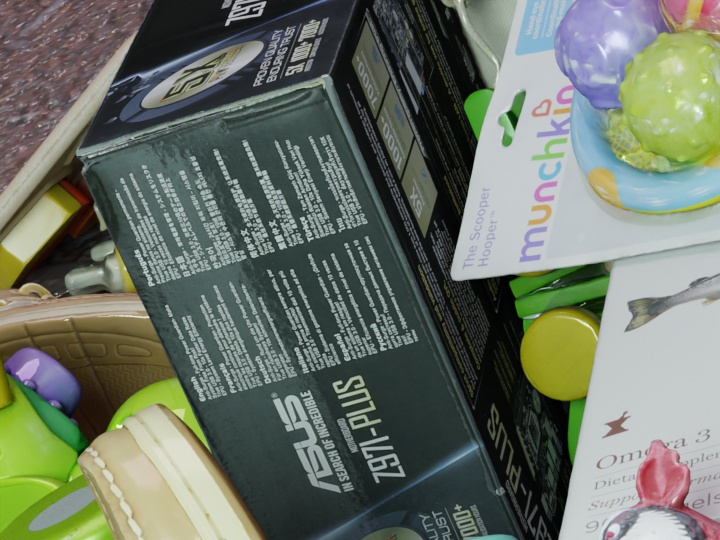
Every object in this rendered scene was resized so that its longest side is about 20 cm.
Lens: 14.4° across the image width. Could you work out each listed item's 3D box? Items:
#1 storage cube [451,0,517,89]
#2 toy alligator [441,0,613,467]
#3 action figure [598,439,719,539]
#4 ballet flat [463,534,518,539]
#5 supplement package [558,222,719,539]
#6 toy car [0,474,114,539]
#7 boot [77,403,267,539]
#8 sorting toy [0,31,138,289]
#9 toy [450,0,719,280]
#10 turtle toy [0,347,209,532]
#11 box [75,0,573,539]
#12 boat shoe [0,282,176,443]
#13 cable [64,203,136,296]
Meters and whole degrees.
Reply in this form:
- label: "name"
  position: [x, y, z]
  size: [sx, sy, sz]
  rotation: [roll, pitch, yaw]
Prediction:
- label: "storage cube"
  position: [0.084, -0.128, 1.037]
  size: [0.200, 0.171, 0.180]
  rotation: [-7, 29, 34]
- label: "toy alligator"
  position: [0.071, -0.026, 0.934]
  size: [0.054, 0.200, 0.059]
  rotation: [-16, 1, 20]
- label: "action figure"
  position: [0.095, 0.117, 0.619]
  size: [0.149, 0.134, 0.200]
  rotation: [-28, 53, 22]
- label: "ballet flat"
  position: [0.030, 0.122, 0.786]
  size: [0.069, 0.071, 0.200]
  rotation: [-14, -13, -5]
- label: "supplement package"
  position: [0.136, 0.056, 0.796]
  size: [0.117, 0.117, 0.200]
  rotation: [-17, 24, 19]
- label: "toy car"
  position: [-0.098, 0.151, 0.784]
  size: [0.158, 0.164, 0.200]
  rotation: [-34, 14, -23]
- label: "boot"
  position: [-0.071, 0.145, 0.643]
  size: [0.155, 0.200, 0.073]
  rotation: [-19, 4, -6]
- label: "sorting toy"
  position: [-0.111, -0.055, 1.244]
  size: [0.200, 0.036, 0.185]
  rotation: [-43, 2, 22]
- label: "toy"
  position: [0.108, -0.067, 0.823]
  size: [0.200, 0.047, 0.115]
  rotation: [-7, 54, 36]
- label: "turtle toy"
  position: [-0.122, 0.084, 0.972]
  size: [0.200, 0.146, 0.101]
  rotation: [-10, 6, 27]
- label: "box"
  position: [0.000, 0.000, 0.932]
  size: [0.086, 0.200, 0.164]
  rotation: [-16, 25, 17]
- label: "boat shoe"
  position: [-0.142, 0.038, 1.138]
  size: [0.200, 0.074, 0.069]
  rotation: [-14, 32, 23]
- label: "cable"
  position: [-0.029, -0.025, 1.234]
  size: [0.200, 0.050, 0.097]
  rotation: [-8, 14, 5]
